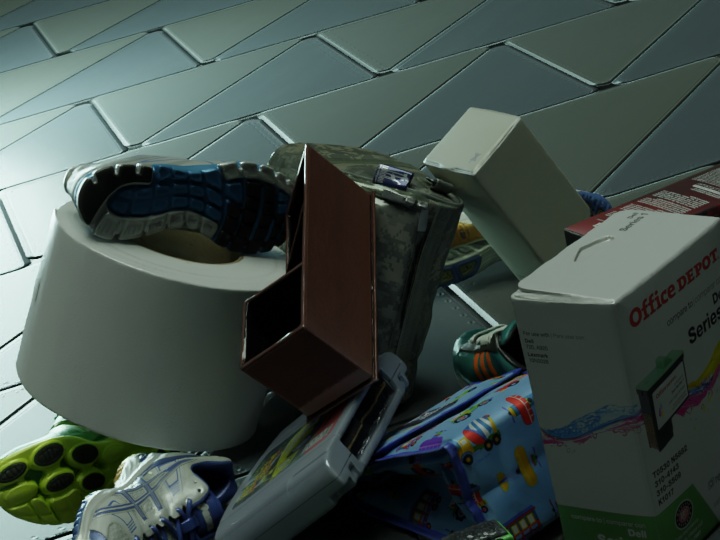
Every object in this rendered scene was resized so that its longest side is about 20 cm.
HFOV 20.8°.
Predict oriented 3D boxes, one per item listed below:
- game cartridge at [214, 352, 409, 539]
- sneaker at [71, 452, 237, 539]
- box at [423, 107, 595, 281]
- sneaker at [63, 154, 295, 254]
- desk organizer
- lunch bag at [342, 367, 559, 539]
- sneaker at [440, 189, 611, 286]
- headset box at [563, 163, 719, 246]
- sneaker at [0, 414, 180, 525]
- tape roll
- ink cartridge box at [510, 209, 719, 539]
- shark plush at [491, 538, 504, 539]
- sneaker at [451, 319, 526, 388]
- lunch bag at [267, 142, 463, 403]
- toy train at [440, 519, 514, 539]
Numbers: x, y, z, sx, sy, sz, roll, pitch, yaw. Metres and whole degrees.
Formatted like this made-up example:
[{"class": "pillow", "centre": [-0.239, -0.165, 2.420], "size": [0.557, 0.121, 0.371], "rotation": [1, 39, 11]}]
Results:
[{"class": "game cartridge", "centre": [-0.038, 0.142, 1.450], "size": [0.133, 0.041, 0.200], "rotation": [-43, 6, 25]}, {"class": "sneaker", "centre": [-0.147, 0.183, 1.438], "size": [0.088, 0.076, 0.200], "rotation": [-8, 21, 14]}, {"class": "box", "centre": [0.147, -0.043, 1.663], "size": [0.068, 0.200, 0.082], "rotation": [-49, 31, -14]}, {"class": "sneaker", "centre": [-0.142, -0.063, 1.555], "size": [0.199, 0.075, 0.087], "rotation": [7, 12, -31]}, {"class": "desk organizer", "centre": [-0.038, 0.006, 1.480], "size": [0.072, 0.077, 0.201], "rotation": [-33, 36, 29]}, {"class": "lunch bag", "centre": [0.079, 0.132, 1.440], "size": [0.150, 0.094, 0.200], "rotation": [-31, 13, -30]}, {"class": "sneaker", "centre": [0.137, -0.045, 1.846], "size": [0.199, 0.076, 0.088], "rotation": [-10, 19, 7]}, {"class": "headset box", "centre": [0.252, 0.016, 1.521], "size": [0.199, 0.149, 0.075], "rotation": [-21, 21, -23]}, {"class": "sneaker", "centre": [-0.226, 0.152, 1.586], "size": [0.083, 0.075, 0.200], "rotation": [2, 14, 40]}, {"class": "tape roll", "centre": [-0.161, 0.039, 1.571], "size": [0.202, 0.140, 0.203], "rotation": [16, 16, -5]}, {"class": "ink cartridge box", "centre": [0.190, 0.078, 1.316], "size": [0.084, 0.201, 0.145], "rotation": [4, 26, 40]}, {"class": "shark plush", "centre": [0.036, 0.234, 1.186], "size": [0.199, 0.084, 0.091], "rotation": [-16, -23, -26]}, {"class": "sneaker", "centre": [0.129, 0.067, 1.559], "size": [0.071, 0.080, 0.200], "rotation": [-21, 21, -20]}, {"class": "lunch bag", "centre": [0.000, 0.000, 1.642], "size": [0.139, 0.201, 0.167], "rotation": [4, 15, -40]}, {"class": "toy train", "centre": [0.014, 0.215, 1.273], "size": [0.199, 0.057, 0.042], "rotation": [-18, 20, -14]}]
